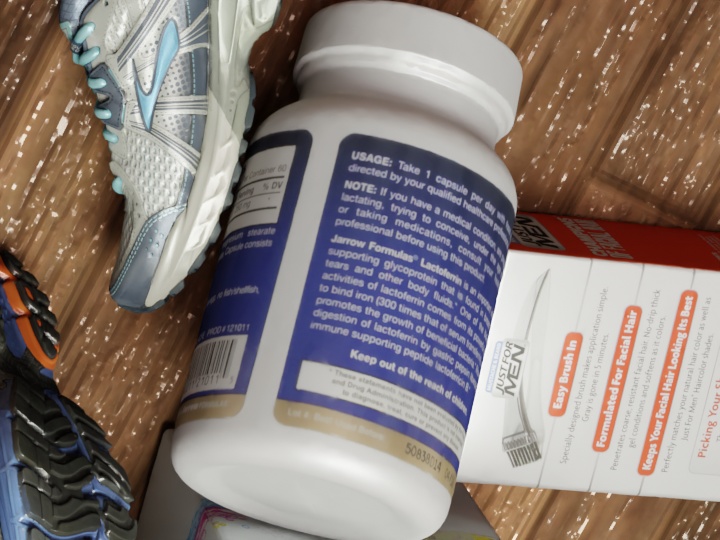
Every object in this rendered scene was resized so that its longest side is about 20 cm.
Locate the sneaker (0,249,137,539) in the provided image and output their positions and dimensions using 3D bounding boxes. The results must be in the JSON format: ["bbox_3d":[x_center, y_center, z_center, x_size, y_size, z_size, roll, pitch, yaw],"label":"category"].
[{"bbox_3d":[-0.150,0.073,1.154,0.078,0.201,0.075,-40,137,18],"label":"sneaker"}]

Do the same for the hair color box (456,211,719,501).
[{"bbox_3d":[0.135,0.040,1.290,0.199,0.064,0.112,6,109,-21],"label":"hair color box"}]

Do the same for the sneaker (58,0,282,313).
[{"bbox_3d":[-0.085,-0.084,1.179,0.086,0.078,0.201,13,99,-9],"label":"sneaker"}]

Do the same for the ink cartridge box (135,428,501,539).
[{"bbox_3d":[-0.014,0.178,1.219,0.144,0.200,0.145,10,109,-20],"label":"ink cartridge box"}]

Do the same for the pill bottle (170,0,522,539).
[{"bbox_3d":[0.000,0.000,1.165,0.115,0.116,0.201,22,70,-23],"label":"pill bottle"}]
